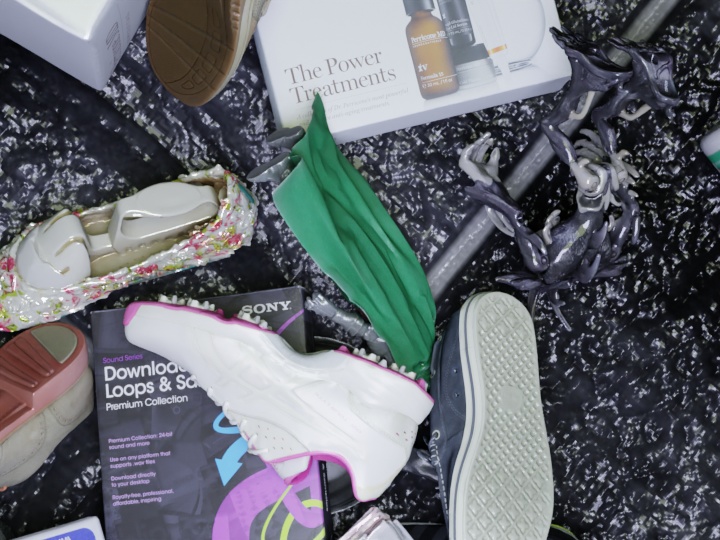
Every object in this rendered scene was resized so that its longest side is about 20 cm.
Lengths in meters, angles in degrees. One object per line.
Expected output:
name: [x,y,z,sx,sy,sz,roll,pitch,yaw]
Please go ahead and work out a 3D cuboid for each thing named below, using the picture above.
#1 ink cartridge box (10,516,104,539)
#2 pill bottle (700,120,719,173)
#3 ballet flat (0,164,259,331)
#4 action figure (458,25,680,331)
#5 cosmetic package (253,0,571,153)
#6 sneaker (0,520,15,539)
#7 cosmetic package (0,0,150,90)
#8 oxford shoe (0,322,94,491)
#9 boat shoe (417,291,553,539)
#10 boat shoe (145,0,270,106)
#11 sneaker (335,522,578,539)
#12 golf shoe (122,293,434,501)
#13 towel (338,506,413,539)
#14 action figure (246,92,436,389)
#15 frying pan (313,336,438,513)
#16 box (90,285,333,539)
ink cartridge box: [-0.223,0.269,1.082,0.196,0.047,0.202,-14,80,-18]
pill bottle: [0.326,-0.042,1.208,0.113,0.113,0.200,-40,90,-8]
ballet flat: [-0.161,-0.022,1.177,0.198,0.064,0.076,-22,63,-9]
action figure: [0.135,-0.060,1.196,0.118,0.102,0.201,-4,126,-33]
cosmetic package: [0.026,-0.174,1.221,0.198,0.052,0.152,-14,84,-7]
sneaker: [-0.264,0.239,1.136,0.085,0.080,0.202,12,84,-6]
cosmetic package: [-0.185,-0.251,1.147,0.165,0.167,0.201,30,83,-3]
oxford shoe: [-0.237,0.118,1.128,0.200,0.074,0.071,-38,46,-27]
boat shoe: [0.076,0.114,1.153,0.074,0.062,0.202,14,63,-29]
boat shoe: [-0.082,-0.185,1.157,0.072,0.201,0.065,38,48,13]
sneaker: [0.057,0.192,1.171,0.198,0.083,0.072,-10,85,-7]
golf shoe: [-0.059,0.076,1.114,0.198,0.075,0.092,18,86,10]
towel: [0.006,0.278,1.104,0.191,0.032,0.200,-42,101,-13]
action figure: [0.000,0.000,1.172,0.054,0.118,0.201,-18,118,30]
frying pan: [0.006,0.099,1.199,0.188,0.031,0.116,-3,84,-5]
box: [-0.094,0.117,1.164,0.141,0.036,0.202,-7,78,6]
